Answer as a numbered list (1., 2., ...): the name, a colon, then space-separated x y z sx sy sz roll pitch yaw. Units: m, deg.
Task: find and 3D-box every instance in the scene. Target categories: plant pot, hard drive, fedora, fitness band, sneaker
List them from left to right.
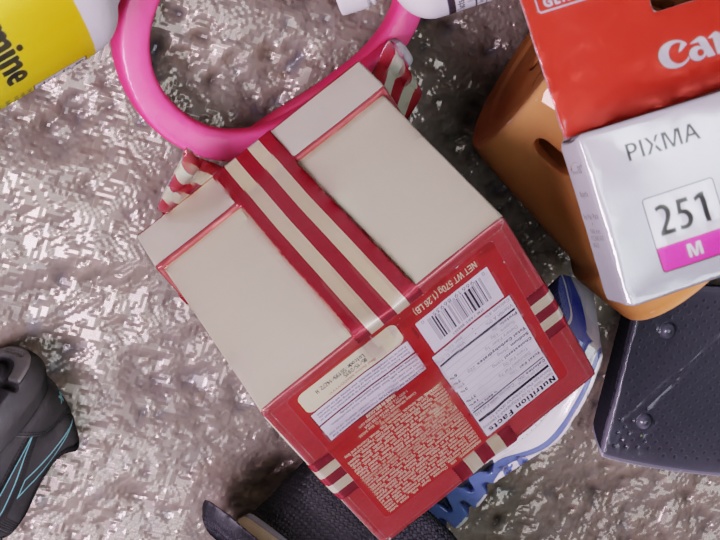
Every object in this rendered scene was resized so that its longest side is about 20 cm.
1. sneaker: -0.232 0.139 0.861 0.200 0.075 0.079 -50 133 -22
2. fitness band: -0.048 -0.150 0.883 0.200 0.037 0.144 -36 115 -9
3. fedora: 0.002 0.179 0.930 0.201 0.200 0.092 46 76 -26
4. sneaker: 0.053 0.078 0.947 0.115 0.081 0.200 28 121 -19
5. plant pot: 0.161 -0.092 0.909 0.140 0.200 0.201 34 92 -9
6. hard drive: 0.259 0.075 1.067 0.199 0.042 0.136 7 103 -23

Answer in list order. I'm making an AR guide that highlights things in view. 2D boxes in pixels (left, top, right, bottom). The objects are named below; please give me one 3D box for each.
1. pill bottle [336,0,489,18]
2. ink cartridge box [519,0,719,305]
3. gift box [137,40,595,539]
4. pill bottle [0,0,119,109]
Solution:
1. pill bottle: 0.073 -0.205 0.822 0.199 0.113 0.113 -17 112 4
2. ink cartridge box: 0.201 -0.094 0.796 0.199 0.044 0.174 -18 93 -4
3. gift box: 0.000 0.000 0.854 0.184 0.187 0.200 -35 136 -5
4. pill bottle: -0.199 -0.141 0.785 0.200 0.112 0.113 -33 115 -9
